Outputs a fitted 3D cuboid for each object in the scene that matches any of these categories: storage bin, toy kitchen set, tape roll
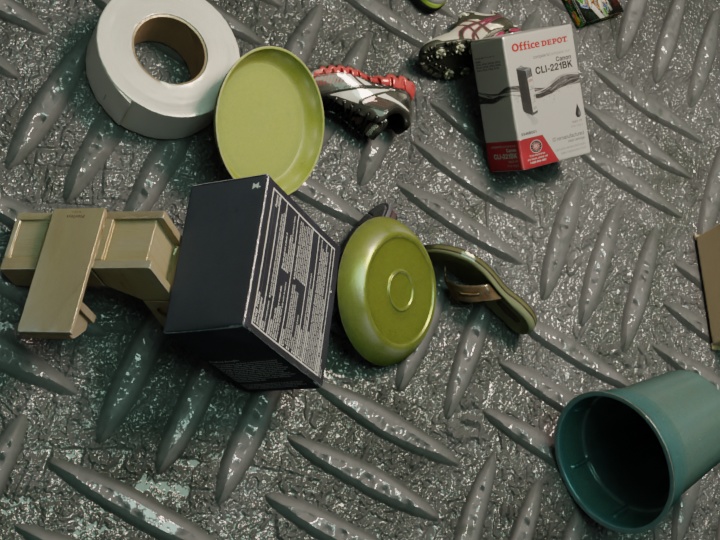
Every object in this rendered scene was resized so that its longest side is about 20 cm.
[{"bbox_3d":[0.655,0.028,1.936,0.196,0.094,0.202,6,67,-24],"label":"storage bin"},{"bbox_3d":[-0.315,0.043,1.456,0.197,0.181,0.165,0,60,17],"label":"toy kitchen set"},{"bbox_3d":[-0.266,-0.280,1.608,0.200,0.071,0.205,10,67,-24],"label":"tape roll"}]

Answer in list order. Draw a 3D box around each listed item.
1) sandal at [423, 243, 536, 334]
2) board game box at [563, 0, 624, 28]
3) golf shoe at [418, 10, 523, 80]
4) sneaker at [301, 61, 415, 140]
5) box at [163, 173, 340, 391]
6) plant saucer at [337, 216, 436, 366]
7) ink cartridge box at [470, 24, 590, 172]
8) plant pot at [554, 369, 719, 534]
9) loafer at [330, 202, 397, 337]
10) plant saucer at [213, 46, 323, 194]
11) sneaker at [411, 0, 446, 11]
[{"bbox_3d":[0.166,0.031,1.703,0.200,0.080,0.058,40,72,-8],"label":"sandal"},{"bbox_3d":[0.367,-0.516,2.047,0.104,0.023,0.202,-21,82,-29],"label":"board game box"},{"bbox_3d":[0.161,-0.354,1.863,0.198,0.078,0.088,-15,57,-33],"label":"golf shoe"},{"bbox_3d":[-0.007,-0.240,1.721,0.198,0.071,0.099,5,66,-27],"label":"sneaker"},{"bbox_3d":[-0.129,0.019,1.477,0.198,0.122,0.202,46,45,-53],"label":"box"},{"bbox_3d":[0.045,0.028,1.613,0.199,0.031,0.203,4,85,-50],"label":"plant saucer"},{"bbox_3d":[0.259,-0.263,1.818,0.143,0.083,0.203,-16,100,-31],"label":"ink cartridge box"},{"bbox_3d":[0.411,0.238,1.683,0.195,0.200,0.202,-18,79,-38],"label":"plant pot"},{"bbox_3d":[0.000,0.000,1.642,0.063,0.071,0.201,45,62,-27],"label":"loafer"},{"bbox_3d":[-0.128,-0.199,1.615,0.199,0.031,0.203,-8,100,-46],"label":"plant saucer"},{"bbox_3d":[0.078,-0.494,1.858,0.200,0.083,0.072,44,57,-5],"label":"sneaker"}]
